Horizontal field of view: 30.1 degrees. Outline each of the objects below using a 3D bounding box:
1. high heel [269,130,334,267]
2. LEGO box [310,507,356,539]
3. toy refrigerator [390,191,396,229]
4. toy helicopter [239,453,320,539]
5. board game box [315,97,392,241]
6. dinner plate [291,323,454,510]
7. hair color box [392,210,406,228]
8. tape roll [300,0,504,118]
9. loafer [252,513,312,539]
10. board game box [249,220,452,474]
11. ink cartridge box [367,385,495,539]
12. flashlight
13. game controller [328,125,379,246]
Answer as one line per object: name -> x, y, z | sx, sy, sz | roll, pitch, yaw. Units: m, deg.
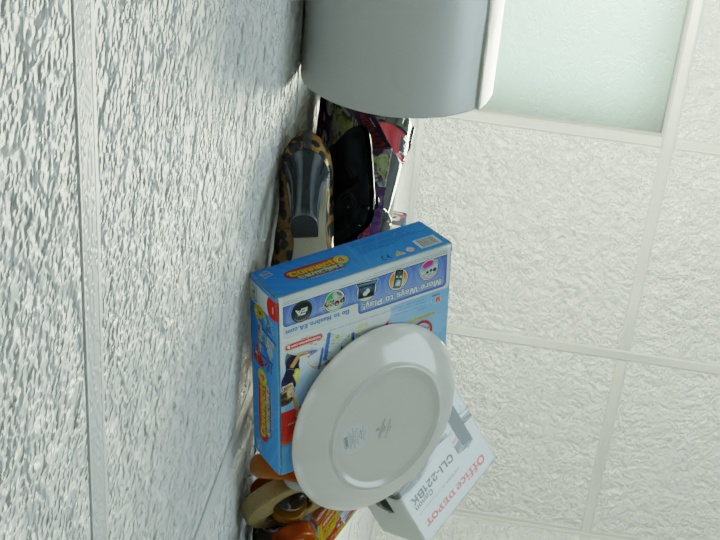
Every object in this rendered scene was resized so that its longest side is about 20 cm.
high heel -> -0.056, -0.035, 1.347 | 0.202, 0.070, 0.144 | 98, -6, -46
LEGO box -> -0.020, 0.229, 1.635 | 0.201, 0.077, 0.149 | -51, 162, -22
toy refrigerator -> -0.004, -0.081, 1.641 | 0.070, 0.075, 0.203 | 16, -79, 55
toy helicopter -> -0.033, 0.204, 1.363 | 0.079, 0.198, 0.133 | 63, 1, 29
board game box -> -0.011, -0.131, 1.438 | 0.201, 0.032, 0.121 | -114, -158, -51
dinner plate -> 0.020, 0.148, 1.300 | 0.024, 0.198, 0.203 | 32, -56, 47
hair color box -> 0.005, -0.039, 1.814 | 0.200, 0.098, 0.061 | -64, 161, -75
tape roll -> 0.042, -0.253, 1.323 | 0.203, 0.200, 0.141 | -73, 169, -61
loafer -> -0.073, 0.228, 1.490 | 0.071, 0.072, 0.202 | 91, 8, -53
board game box -> -0.009, 0.073, 1.296 | 0.056, 0.198, 0.198 | 37, -45, 46
ink cartridge box -> 0.051, 0.190, 1.539 | 0.144, 0.083, 0.201 | -46, 123, -26
flashlight -> 0.011, -0.097, 1.518 | 0.068, 0.067, 0.202 | 120, -10, -55
game controller -> -0.025, -0.077, 1.391 | 0.200, 0.042, 0.106 | 146, -49, -67
